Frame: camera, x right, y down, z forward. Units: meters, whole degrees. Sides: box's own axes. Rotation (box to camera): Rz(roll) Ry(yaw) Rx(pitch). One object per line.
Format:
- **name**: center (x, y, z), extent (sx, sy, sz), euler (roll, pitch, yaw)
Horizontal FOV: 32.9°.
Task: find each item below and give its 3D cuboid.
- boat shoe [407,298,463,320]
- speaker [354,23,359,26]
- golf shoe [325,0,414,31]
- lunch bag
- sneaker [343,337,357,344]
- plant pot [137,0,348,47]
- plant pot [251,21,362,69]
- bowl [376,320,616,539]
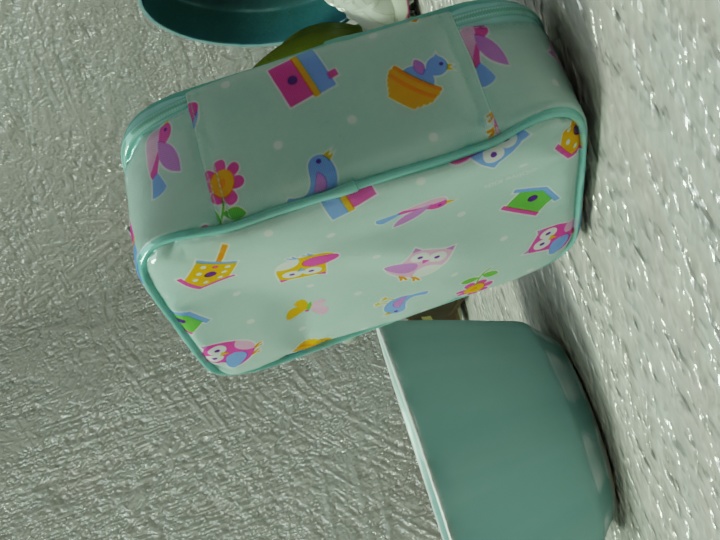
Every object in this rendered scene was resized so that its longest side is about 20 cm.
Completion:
- **boat shoe**: center (0.066, 0.008, 1.211), extent (0.200, 0.071, 0.077), euler (79, -172, -69)
- **speaker**: center (0.010, -0.126, 1.141), extent (0.088, 0.088, 0.202), euler (-114, 7, -77)
- **golf shoe**: center (-0.014, -0.217, 0.848), extent (0.200, 0.091, 0.076), euler (71, 179, -65)
- **lunch bag**: center (-0.003, -0.029, 0.539), extent (0.161, 0.198, 0.078), euler (70, -177, -66)
- **sneaker**: center (0.000, 0.000, 1.198), extent (0.200, 0.072, 0.072), euler (-49, -22, -52)
- **plant pot**: center (-0.098, -0.324, 1.073), extent (0.200, 0.198, 0.190), euler (77, -171, -76)
- **plant pot**: center (-0.023, -0.110, 0.993), extent (0.193, 0.199, 0.202), euler (-89, -17, -62)
- **bowl**: center (0.087, 0.111, 0.748), extent (0.201, 0.104, 0.203), euler (161, 90, -88)
